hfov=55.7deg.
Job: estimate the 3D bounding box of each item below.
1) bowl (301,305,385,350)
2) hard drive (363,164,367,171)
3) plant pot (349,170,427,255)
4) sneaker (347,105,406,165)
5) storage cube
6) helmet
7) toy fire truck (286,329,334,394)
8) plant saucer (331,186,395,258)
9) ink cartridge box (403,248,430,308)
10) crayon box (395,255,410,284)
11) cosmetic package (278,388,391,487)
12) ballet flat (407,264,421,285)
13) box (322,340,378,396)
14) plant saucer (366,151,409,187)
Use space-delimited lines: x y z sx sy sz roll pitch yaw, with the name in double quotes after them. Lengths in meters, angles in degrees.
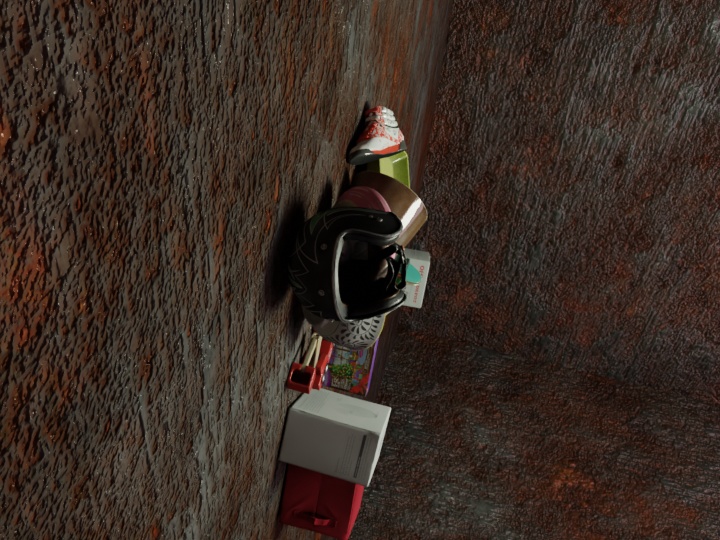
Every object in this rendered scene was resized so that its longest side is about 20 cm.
-0.049 0.055 1.268 0.094 0.200 0.203 -5 114 -38 "bowl"
0.006 -0.158 1.689 0.140 0.033 0.202 90 15 -58 "hard drive"
0.018 -0.078 1.479 0.201 0.186 0.187 -59 166 -20 "plant pot"
0.022 -0.299 1.496 0.201 0.067 0.109 -24 94 -51 "sneaker"
-0.080 0.491 1.609 0.200 0.169 0.182 -43 143 -76 "storage cube"
-0.027 -0.011 1.115 0.200 0.189 0.202 169 -90 -77 "helmet"
-0.097 0.178 1.422 0.142 0.048 0.201 90 14 -57 "toy fire truck"
-0.010 -0.061 1.320 0.050 0.200 0.203 -5 115 -36 "plant saucer"
0.091 0.012 1.936 0.083 0.198 0.147 -81 -179 -71 "ink cartridge box"
0.044 0.005 1.778 0.200 0.126 0.051 113 1 -66 "crayon box"
-0.051 0.353 1.480 0.199 0.198 0.124 -22 127 -80 "cosmetic package"
0.072 -0.011 1.858 0.065 0.199 0.071 -49 -168 51 "ballet flat"
-0.032 0.179 1.572 0.039 0.135 0.202 -49 150 -71 "box"
0.064 -0.229 1.647 0.200 0.047 0.202 35 49 -60 "plant saucer"
